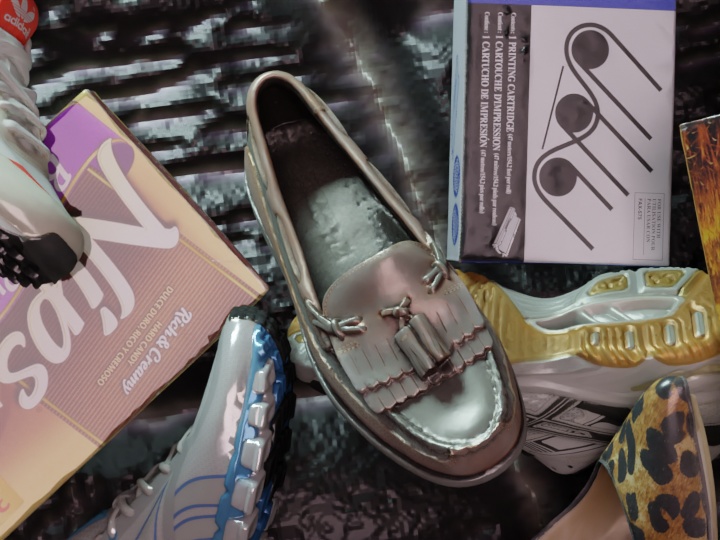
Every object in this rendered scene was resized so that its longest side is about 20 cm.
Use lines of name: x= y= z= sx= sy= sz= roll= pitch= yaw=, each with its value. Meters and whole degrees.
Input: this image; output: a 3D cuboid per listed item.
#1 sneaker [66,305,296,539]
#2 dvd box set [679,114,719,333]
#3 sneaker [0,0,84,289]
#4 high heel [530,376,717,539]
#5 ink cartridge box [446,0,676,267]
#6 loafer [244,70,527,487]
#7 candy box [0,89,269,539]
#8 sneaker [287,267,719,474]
sneaker: x=-0.081 y=0.108 z=0.942 sx=0.086 sy=0.075 sz=0.201 roll=14 pitch=103 yaw=8
dvd box set: x=0.211 y=0.025 z=0.867 sx=0.146 sy=0.029 sz=0.201 roll=-12 pitch=85 yaw=30
sneaker: x=-0.160 y=-0.077 z=0.910 sx=0.093 sy=0.070 sz=0.200 roll=-44 pitch=54 yaw=-8
high heel: x=0.069 y=0.125 z=0.924 sx=0.141 sy=0.072 sz=0.201 roll=-4 pitch=130 yaw=-8
ink cartridge box: x=0.088 y=-0.103 z=0.976 sx=0.093 sy=0.044 sz=0.202 roll=1 pitch=90 yaw=-6
loafer: x=0.000 y=0.000 z=0.910 sx=0.072 sy=0.063 sz=0.200 roll=-28 pitch=54 yaw=-6
candy box: x=-0.148 y=0.033 z=0.955 sx=0.200 sy=0.056 sz=0.117 roll=-42 pitch=93 yaw=-2
sneaker: x=0.066 y=0.052 z=0.961 sx=0.199 sy=0.076 sz=0.088 roll=2 pitch=131 yaw=14
